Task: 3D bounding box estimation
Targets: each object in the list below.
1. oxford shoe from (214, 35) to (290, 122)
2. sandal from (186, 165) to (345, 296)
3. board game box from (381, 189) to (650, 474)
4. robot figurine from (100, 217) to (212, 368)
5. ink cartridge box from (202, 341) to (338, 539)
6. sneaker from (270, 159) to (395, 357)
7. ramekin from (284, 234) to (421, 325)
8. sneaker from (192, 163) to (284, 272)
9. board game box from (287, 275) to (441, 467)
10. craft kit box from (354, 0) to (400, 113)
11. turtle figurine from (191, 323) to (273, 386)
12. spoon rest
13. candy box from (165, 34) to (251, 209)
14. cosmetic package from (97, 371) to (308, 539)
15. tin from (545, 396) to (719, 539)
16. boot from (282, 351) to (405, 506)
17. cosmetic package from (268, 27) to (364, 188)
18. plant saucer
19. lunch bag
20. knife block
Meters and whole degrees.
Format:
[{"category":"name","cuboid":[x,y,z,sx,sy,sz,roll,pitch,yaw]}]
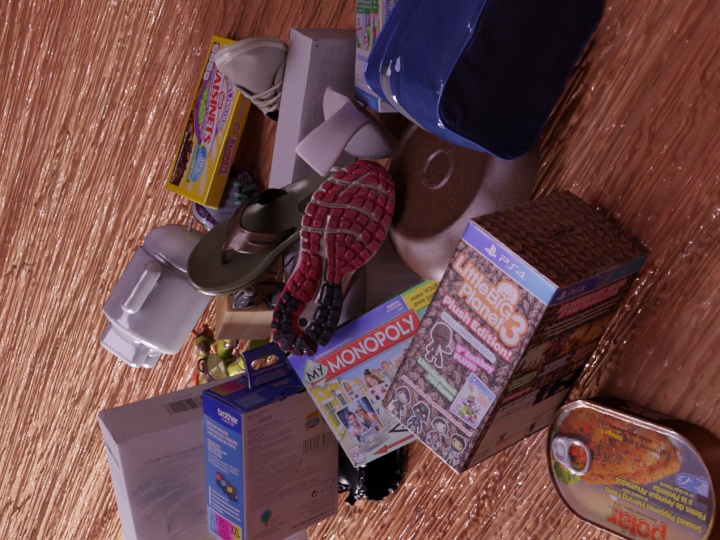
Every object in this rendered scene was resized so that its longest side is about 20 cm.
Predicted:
[{"category":"oxford shoe","cuboid":[-0.100,-0.205,1.520,0.075,0.200,0.058,-17,78,11]},{"category":"sandal","cuboid":[-0.095,-0.050,1.404,0.200,0.057,0.080,-33,59,9]},{"category":"board game box","cuboid":[0.132,0.050,1.198,0.097,0.159,0.201,39,122,25]},{"category":"robot figurine","cuboid":[-0.248,0.025,1.775,0.113,0.170,0.201,33,93,11]},{"category":"ink cartridge box","cuboid":[-0.093,0.179,1.480,0.076,0.136,0.201,23,119,42]},{"category":"sneaker","cuboid":[-0.032,-0.018,1.357,0.201,0.080,0.075,-62,6,14]},{"category":"ramekin","cuboid":[0.000,0.000,1.468,0.202,0.094,0.204,13,106,53]},{"category":"sneaker","cuboid":[-0.142,-0.070,1.682,0.200,0.074,0.088,40,122,46]},{"category":"board game box","cuboid":[0.041,0.096,1.375,0.199,0.029,0.135,-30,95,28]},{"category":"craft kit box","cuboid":[0.025,-0.258,1.358,0.200,0.048,0.199,-121,28,-77]},{"category":"turtle figurine","cuboid":[-0.174,0.114,1.763,0.201,0.064,0.162,62,140,27]},{"category":"spoon rest","cuboid":[-0.008,-0.142,1.393,0.099,0.200,0.061,43,110,-1]},{"category":"candy box","cuboid":[-0.176,-0.182,1.703,0.102,0.026,0.201,23,96,49]},{"category":"cosmetic package","cuboid":[-0.182,0.249,1.636,0.123,0.198,0.201,-149,47,-65]},{"category":"tin","cuboid":[0.238,0.175,1.205,0.200,0.042,0.113,18,106,53]},{"category":"boot","cuboid":[-0.020,0.147,1.540,0.162,0.073,0.199,32,128,51]},{"category":"cosmetic package","cuboid":[-0.045,-0.159,1.517,0.051,0.082,0.201,35,123,46]},{"category":"plant saucer","cuboid":[0.083,-0.091,1.318,0.200,0.037,0.201,-27,52,40]},{"category":"lunch bag","cuboid":[0.103,-0.212,1.220,0.132,0.136,0.201,31,94,47]},{"category":"knife block","cuboid":[-0.119,0.031,1.531,0.176,0.064,0.201,-106,19,-58]}]
